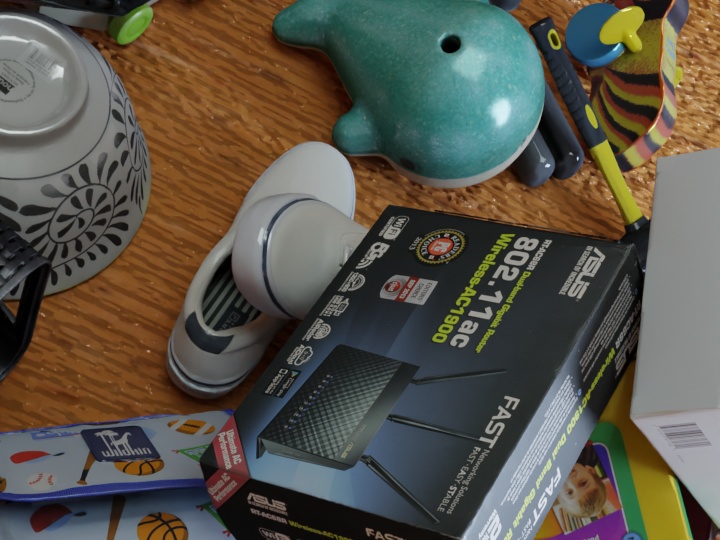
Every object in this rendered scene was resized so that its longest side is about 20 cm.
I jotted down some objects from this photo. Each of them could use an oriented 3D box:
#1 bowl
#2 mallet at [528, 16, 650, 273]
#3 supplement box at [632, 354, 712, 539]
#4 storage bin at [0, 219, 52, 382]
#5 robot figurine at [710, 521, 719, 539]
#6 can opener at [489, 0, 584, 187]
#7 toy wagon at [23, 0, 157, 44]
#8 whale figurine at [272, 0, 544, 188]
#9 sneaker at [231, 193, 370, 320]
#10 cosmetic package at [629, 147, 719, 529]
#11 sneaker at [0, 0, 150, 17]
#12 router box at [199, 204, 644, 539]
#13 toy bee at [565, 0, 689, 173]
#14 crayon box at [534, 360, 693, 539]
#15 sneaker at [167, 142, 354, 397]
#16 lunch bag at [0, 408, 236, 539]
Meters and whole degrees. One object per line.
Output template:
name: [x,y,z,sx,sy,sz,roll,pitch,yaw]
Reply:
bowl: [-0.215,-0.092,0.915,0.199,0.094,0.203,10,59,-16]
mallet: [0.161,-0.076,1.049,0.066,0.041,0.201,-39,102,-29]
supplement box: [0.137,0.139,0.878,0.109,0.086,0.202,12,83,-15]
storage bin: [-0.265,0.052,0.782,0.094,0.135,0.200,40,57,4]
robot figurine: [0.250,0.093,0.977,0.168,0.113,0.201,11,54,17]
can opener: [0.106,-0.160,1.096,0.053,0.067,0.201,-14,67,-27]
toy wagon: [-0.166,-0.245,1.056,0.155,0.040,0.200,46,55,8]
whale figurine: [0.032,-0.148,1.031,0.199,0.104,0.159,38,76,15]
sneaker: [0.000,0.000,0.879,0.200,0.070,0.074,16,82,-60]
cosmetic package: [0.207,0.054,0.806,0.200,0.051,0.152,46,44,-45]
sneaker: [-0.183,-0.190,0.901,0.097,0.072,0.200,16,17,36]
router box: [0.036,0.060,0.751,0.149,0.062,0.201,10,48,32]
toy bee: [0.204,-0.179,1.108,0.131,0.108,0.202,-11,85,-66]
crayon box: [0.075,0.155,0.795,0.198,0.058,0.174,-14,79,9]
sneaker: [-0.051,-0.011,0.936,0.073,0.071,0.201,29,55,-3]
lunch bag: [-0.118,0.161,0.793,0.168,0.124,0.201,-3,49,-23]
